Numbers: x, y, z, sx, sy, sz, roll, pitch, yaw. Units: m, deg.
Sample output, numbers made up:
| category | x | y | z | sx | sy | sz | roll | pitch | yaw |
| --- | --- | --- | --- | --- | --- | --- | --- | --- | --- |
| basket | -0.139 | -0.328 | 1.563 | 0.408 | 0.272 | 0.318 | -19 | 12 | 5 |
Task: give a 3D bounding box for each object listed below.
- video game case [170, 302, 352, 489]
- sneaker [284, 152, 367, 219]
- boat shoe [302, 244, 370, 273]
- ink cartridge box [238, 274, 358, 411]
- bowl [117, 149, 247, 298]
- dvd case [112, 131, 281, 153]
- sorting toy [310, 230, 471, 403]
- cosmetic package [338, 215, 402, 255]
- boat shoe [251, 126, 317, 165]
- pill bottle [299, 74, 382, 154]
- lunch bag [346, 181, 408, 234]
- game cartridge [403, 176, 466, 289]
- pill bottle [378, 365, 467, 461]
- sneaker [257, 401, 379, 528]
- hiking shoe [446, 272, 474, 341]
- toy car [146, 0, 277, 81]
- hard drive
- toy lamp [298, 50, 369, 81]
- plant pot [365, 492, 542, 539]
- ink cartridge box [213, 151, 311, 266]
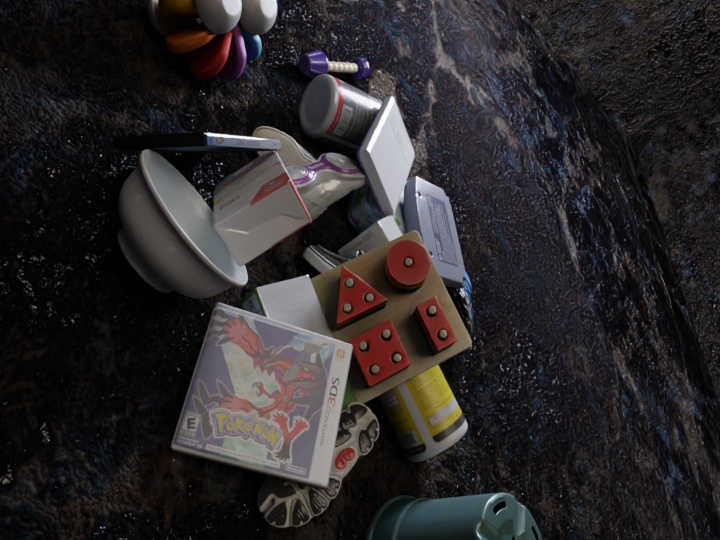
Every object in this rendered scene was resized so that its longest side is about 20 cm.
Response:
| category | x | y | z | sx | sy | sz | roll | pitch | yaw |
| --- | --- | --- | --- | --- | --- | --- | --- | --- | --- |
| video game case | -0.115 | 0.155 | 0.690 | 0.193 | 0.023 | 0.188 | 18 | 62 | -12 |
| sneaker | -0.071 | -0.140 | 0.935 | 0.195 | 0.102 | 0.075 | -18 | 49 | -35 |
| boat shoe | 0.000 | 0.000 | 0.906 | 0.195 | 0.073 | 0.072 | 29 | 6 | -4 |
| ink cartridge box | -0.090 | 0.118 | 0.786 | 0.102 | 0.059 | 0.206 | -12 | 75 | -47 |
| bowl | -0.234 | -0.038 | 0.680 | 0.204 | 0.089 | 0.201 | 54 | 2 | -3 |
| dvd case | -0.213 | -0.172 | 0.745 | 0.199 | 0.137 | 0.018 | -29 | 120 | -68 |
| sorting toy | 0.044 | 0.059 | 0.817 | 0.195 | 0.070 | 0.204 | -24 | 76 | -9 |
| cosmetic package | 0.057 | 0.021 | 0.963 | 0.204 | 0.100 | 0.071 | 59 | 28 | 1 |
| boat shoe | -0.112 | -0.185 | 0.968 | 0.196 | 0.057 | 0.069 | 27 | 84 | -28 |
| pill bottle | -0.016 | -0.297 | 1.083 | 0.196 | 0.115 | 0.120 | 9 | 59 | -43 |
| lunch bag | 0.068 | -0.109 | 1.080 | 0.198 | 0.082 | 0.165 | 36 | 45 | -26 |
| game cartridge | 0.139 | -0.072 | 1.041 | 0.131 | 0.040 | 0.207 | 18 | 57 | -49 |
| pill bottle | 0.081 | 0.186 | 0.882 | 0.113 | 0.113 | 0.205 | -21 | 82 | -50 |
| sneaker | -0.051 | 0.265 | 0.729 | 0.197 | 0.084 | 0.081 | -32 | 72 | -36 |
| hiking shoe | 0.209 | 0.060 | 1.127 | 0.085 | 0.074 | 0.207 | 13 | 57 | -39 |
| toy car | -0.236 | -0.393 | 0.899 | 0.198 | 0.170 | 0.156 | -29 | 122 | -51 |
| hard drive | 0.052 | -0.215 | 1.014 | 0.134 | 0.025 | 0.203 | 63 | 32 | -33 |
| toy lamp | -0.057 | -0.439 | 1.177 | 0.198 | 0.058 | 0.060 | -21 | 81 | -53 |
| plant pot | 0.135 | 0.400 | 0.742 | 0.196 | 0.194 | 0.206 | 24 | 51 | -33 |
| ink cartridge box | -0.145 | -0.099 | 0.777 | 0.069 | 0.114 | 0.201 | 60 | 0 | -29 |
